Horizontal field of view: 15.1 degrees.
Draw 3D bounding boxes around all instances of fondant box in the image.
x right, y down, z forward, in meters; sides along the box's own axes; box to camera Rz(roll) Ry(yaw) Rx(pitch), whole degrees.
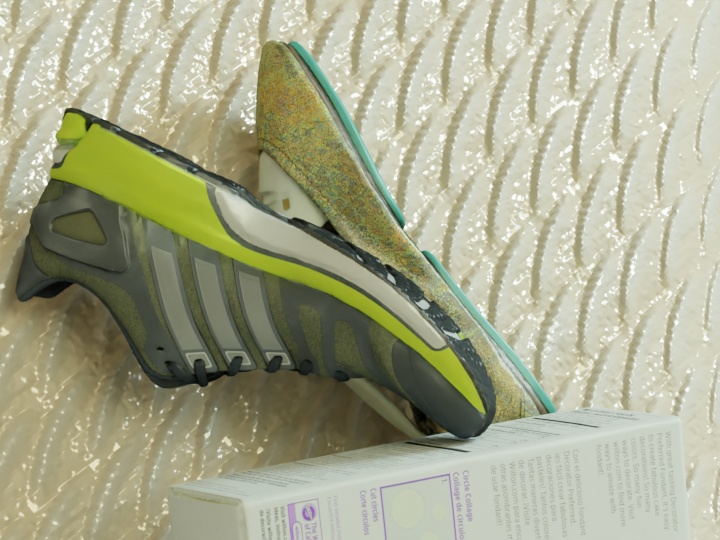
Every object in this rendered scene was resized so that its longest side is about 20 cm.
[{"bbox_3d":[0.033,0.137,1.009,0.200,0.058,0.144,-8,95,-32],"label":"fondant box"}]

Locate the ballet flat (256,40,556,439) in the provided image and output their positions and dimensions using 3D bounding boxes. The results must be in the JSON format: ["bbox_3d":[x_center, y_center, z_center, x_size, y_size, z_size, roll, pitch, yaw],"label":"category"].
[{"bbox_3d":[0.000,0.000,1.089,0.071,0.071,0.200,-30,82,-37],"label":"ballet flat"}]

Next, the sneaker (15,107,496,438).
[{"bbox_3d":[-0.041,0.017,1.030,0.200,0.074,0.081,29,94,11],"label":"sneaker"}]
